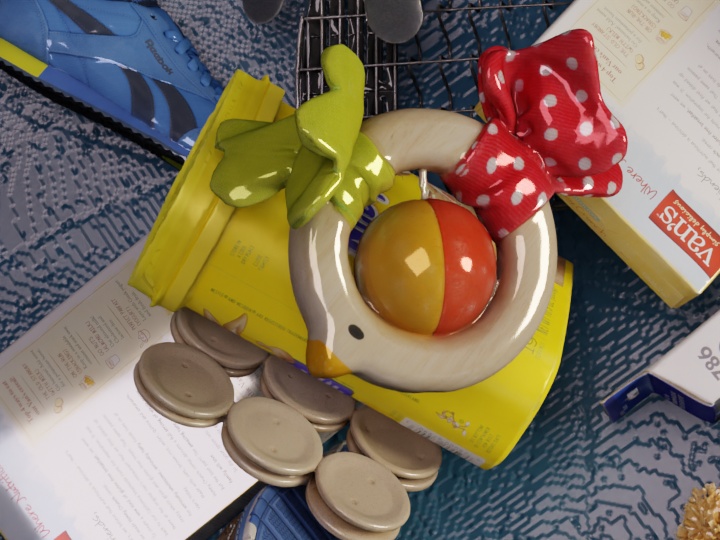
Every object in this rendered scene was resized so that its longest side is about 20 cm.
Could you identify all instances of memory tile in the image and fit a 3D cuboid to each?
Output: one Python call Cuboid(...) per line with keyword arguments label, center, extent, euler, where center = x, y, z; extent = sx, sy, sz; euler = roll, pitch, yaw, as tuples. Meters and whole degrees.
Cuboid(label="memory tile", center=(-0.020, 0.049, 1.354), extent=(0.153, 0.200, 0.017), euler=(31, 122, 1))

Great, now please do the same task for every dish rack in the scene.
Cuboid(label="dish rack", center=(0.065, -0.092, 1.430), extent=(0.198, 0.055, 0.155), euler=(-2, 79, 11))

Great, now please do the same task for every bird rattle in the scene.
Cuboid(label="bird rattle", center=(0.032, -0.026, 1.254), extent=(0.199, 0.112, 0.164), euler=(0, 88, -29))

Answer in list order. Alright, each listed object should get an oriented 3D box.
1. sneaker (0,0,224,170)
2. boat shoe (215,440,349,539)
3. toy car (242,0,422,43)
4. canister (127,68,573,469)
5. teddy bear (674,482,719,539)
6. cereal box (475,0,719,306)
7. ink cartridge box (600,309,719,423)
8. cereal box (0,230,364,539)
Cuboid(label="sneaker", center=(-0.106, -0.103, 1.453), extent=(0.199, 0.066, 0.079), euler=(30, 83, 13))
Cuboid(label="boat shoe", center=(-0.035, 0.143, 1.338), extent=(0.072, 0.200, 0.072), euler=(-36, 86, 17))
Cuboid(label="toy car", center=(0.002, -0.220, 1.406), extent=(0.163, 0.157, 0.202), euler=(10, 93, 32))
Cuboid(label="canister", center=(0.000, 0.000, 1.340), extent=(0.199, 0.149, 0.087), euler=(29, 118, -6))
Cuboid(label="teddy bear", center=(0.249, 0.158, 1.351), extent=(0.145, 0.067, 0.201), euler=(-33, 77, 6))
Cuboid(label="cereal box", center=(0.173, -0.101, 1.369), extent=(0.144, 0.040, 0.200), euler=(45, 71, -1))
Cuboid(label="ink cartridge box", center=(0.209, 0.022, 1.363), extent=(0.200, 0.099, 0.039), euler=(-39, 78, 2))
Cuboid(label="cereal box", center=(-0.113, 0.074, 1.438), extent=(0.200, 0.040, 0.144), euler=(-38, 77, 2))
